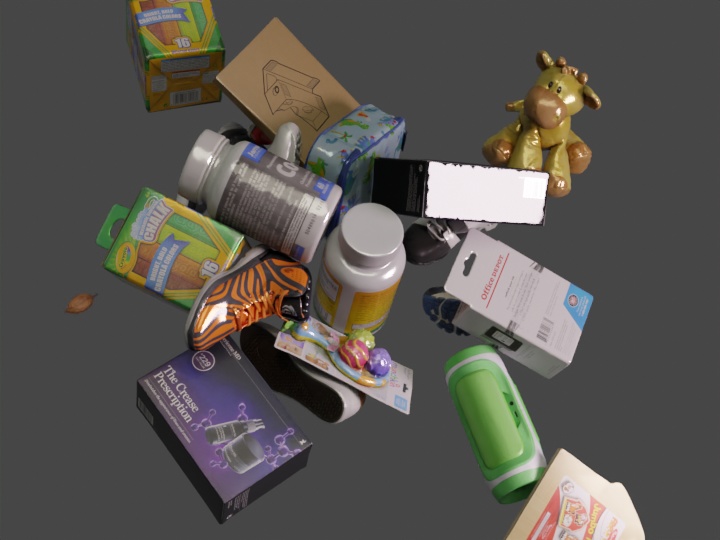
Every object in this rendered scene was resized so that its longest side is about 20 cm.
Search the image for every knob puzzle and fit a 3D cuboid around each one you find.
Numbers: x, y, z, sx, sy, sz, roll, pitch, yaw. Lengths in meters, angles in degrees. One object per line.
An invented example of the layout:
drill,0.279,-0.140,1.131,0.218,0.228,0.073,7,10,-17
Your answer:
knob puzzle,0.280,0.357,1.421,0.217,0.030,0.223,3,80,-18

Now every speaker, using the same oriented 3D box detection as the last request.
speaker,0.180,0.204,1.487,0.087,0.089,0.202,-12,61,-17

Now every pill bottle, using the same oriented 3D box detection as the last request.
pill bottle,0.000,0.000,1.512,0.111,0.201,0.114,5,57,-7
pill bottle,-0.133,-0.101,1.471,0.198,0.114,0.114,26,57,-1

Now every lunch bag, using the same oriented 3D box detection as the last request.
lunch bag,-0.012,-0.138,1.604,0.082,0.162,0.200,26,35,15

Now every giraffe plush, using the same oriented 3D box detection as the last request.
giraffe plush,0.299,-0.242,1.742,0.171,0.163,0.201,19,57,3

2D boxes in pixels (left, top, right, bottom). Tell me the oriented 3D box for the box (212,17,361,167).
box,-0.099,-0.252,1.627,0.200,0.021,0.164,45,52,-11

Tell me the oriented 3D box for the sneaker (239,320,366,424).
sneaker,-0.078,0.135,1.507,0.199,0.073,0.084,38,23,23

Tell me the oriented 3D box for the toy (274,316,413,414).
toy,-0.012,0.105,1.487,0.198,0.048,0.115,25,26,-6

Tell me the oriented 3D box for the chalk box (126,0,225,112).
chalk box,-0.294,-0.368,1.727,0.123,0.124,0.202,-11,61,-17

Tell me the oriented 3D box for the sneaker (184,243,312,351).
sneaker,-0.132,0.043,1.424,0.111,0.078,0.200,22,48,23

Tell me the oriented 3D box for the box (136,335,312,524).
box,-0.177,0.197,1.432,0.140,0.079,0.200,-30,67,-28

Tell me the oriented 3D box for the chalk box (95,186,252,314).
chalk box,-0.263,-0.026,1.505,0.198,0.124,0.125,25,82,5

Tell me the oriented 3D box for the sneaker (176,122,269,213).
sneaker,-0.187,-0.129,1.633,0.113,0.076,0.201,24,54,8

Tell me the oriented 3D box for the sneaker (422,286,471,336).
sneaker,0.180,0.043,1.604,0.198,0.077,0.086,8,50,-16

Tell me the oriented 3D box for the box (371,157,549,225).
box,0.134,-0.108,1.517,0.198,0.141,0.080,2,98,-28

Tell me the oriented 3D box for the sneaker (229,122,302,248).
sneaker,-0.134,-0.118,1.571,0.080,0.202,0.077,19,26,4

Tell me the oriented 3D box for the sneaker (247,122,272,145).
sneaker,-0.074,-0.205,1.673,0.198,0.077,0.085,-6,53,-38

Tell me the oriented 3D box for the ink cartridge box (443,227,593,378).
ink cartridge box,0.204,0.044,1.520,0.199,0.067,0.117,30,61,-5

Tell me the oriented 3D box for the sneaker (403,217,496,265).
sneaker,0.141,-0.082,1.660,0.199,0.089,0.074,-31,69,-24
